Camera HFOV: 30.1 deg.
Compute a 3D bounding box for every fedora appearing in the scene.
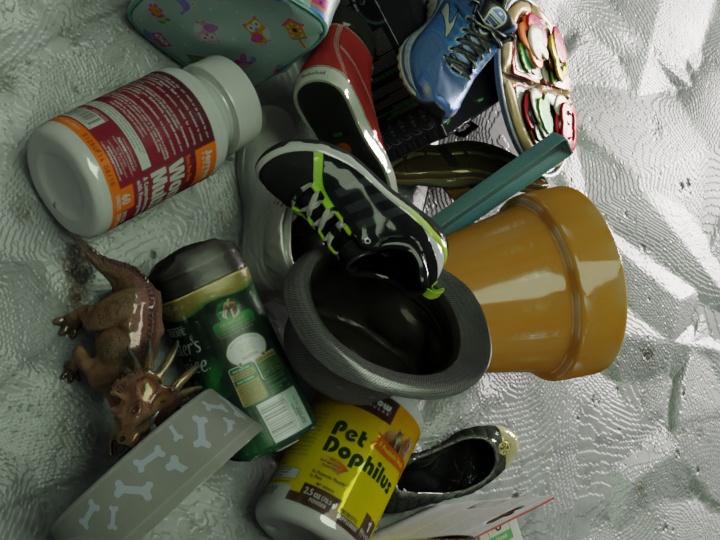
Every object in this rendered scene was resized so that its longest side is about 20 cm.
[{"bbox_3d":[0.011,0.062,1.218,0.200,0.090,0.177,10,47,-27],"label":"fedora"}]

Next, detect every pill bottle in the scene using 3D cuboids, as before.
[{"bbox_3d":[-0.011,0.172,1.270,0.109,0.109,0.200,40,60,-21],"label":"pill bottle"},{"bbox_3d":[-0.191,-0.118,1.211,0.200,0.110,0.110,-33,98,-35],"label":"pill bottle"}]

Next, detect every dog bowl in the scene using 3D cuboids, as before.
[{"bbox_3d":[-0.172,0.176,1.111,0.059,0.200,0.200,49,56,3],"label":"dog bowl"}]

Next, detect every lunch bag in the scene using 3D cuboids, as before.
[{"bbox_3d":[-0.119,-0.255,1.236,0.160,0.200,0.077,35,59,-21],"label":"lunch bag"}]

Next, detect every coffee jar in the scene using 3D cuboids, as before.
[{"bbox_3d":[-0.121,0.070,1.219,0.085,0.104,0.200,-25,94,-22],"label":"coffee jar"}]

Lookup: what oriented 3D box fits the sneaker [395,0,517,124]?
[{"bbox_3d":[0.099,-0.228,1.304,0.079,0.089,0.200,40,49,-27],"label":"sneaker"}]

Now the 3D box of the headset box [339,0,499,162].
[{"bbox_3d":[0.060,-0.228,1.401,0.174,0.093,0.200,-36,101,-48],"label":"headset box"}]

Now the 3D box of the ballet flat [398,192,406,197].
[{"bbox_3d":[0.000,0.000,1.345,0.076,0.064,0.200,28,65,-29],"label":"ballet flat"}]

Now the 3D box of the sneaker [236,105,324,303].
[{"bbox_3d":[-0.066,-0.076,1.286,0.074,0.116,0.200,8,73,-31],"label":"sneaker"}]

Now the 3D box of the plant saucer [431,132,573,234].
[{"bbox_3d":[0.131,-0.077,1.386,0.019,0.200,0.070,58,8,14],"label":"plant saucer"}]

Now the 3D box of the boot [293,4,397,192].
[{"bbox_3d":[-0.001,-0.151,1.302,0.144,0.072,0.200,-76,155,-44],"label":"boot"}]

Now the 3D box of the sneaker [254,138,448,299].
[{"bbox_3d":[-0.006,-0.042,1.181,0.200,0.072,0.083,29,42,-9],"label":"sneaker"}]

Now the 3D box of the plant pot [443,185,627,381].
[{"bbox_3d":[0.143,0.025,1.375,0.183,0.200,0.201,-10,85,-20],"label":"plant pot"}]

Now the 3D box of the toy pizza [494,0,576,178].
[{"bbox_3d":[0.198,-0.201,1.450,0.200,0.032,0.201,21,65,-58],"label":"toy pizza"}]

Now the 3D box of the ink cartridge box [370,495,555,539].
[{"bbox_3d":[0.089,0.258,1.263,0.109,0.200,0.050,-18,89,-36],"label":"ink cartridge box"}]

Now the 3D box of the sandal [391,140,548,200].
[{"bbox_3d":[0.104,-0.100,1.442,0.200,0.054,0.080,0,36,-20],"label":"sandal"}]

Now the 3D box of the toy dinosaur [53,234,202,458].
[{"bbox_3d":[-0.196,0.060,1.150,0.086,0.135,0.200,-1,79,-35],"label":"toy dinosaur"}]

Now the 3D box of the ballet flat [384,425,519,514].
[{"bbox_3d":[0.092,0.206,1.366,0.200,0.057,0.067,-16,89,-36],"label":"ballet flat"}]
